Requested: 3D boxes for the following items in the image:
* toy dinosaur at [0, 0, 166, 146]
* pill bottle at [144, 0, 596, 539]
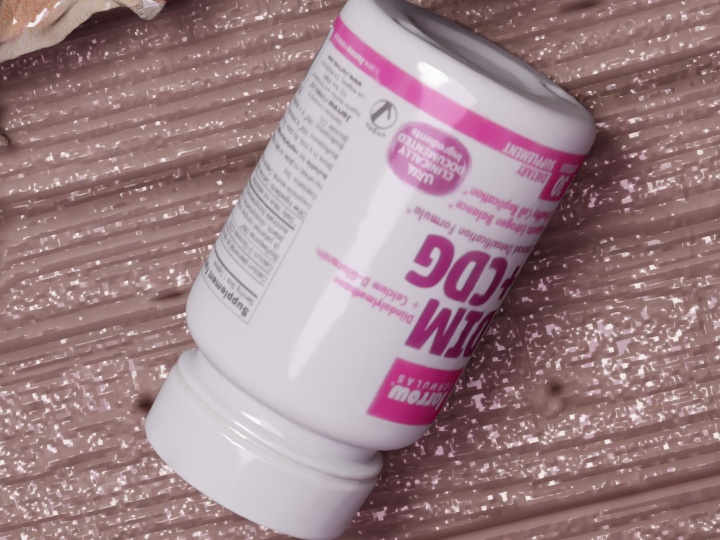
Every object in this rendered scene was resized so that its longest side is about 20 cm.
[{"bbox_3d":[-0.180,-0.129,1.086,0.200,0.086,0.136,20,100,-11],"label":"toy dinosaur"},{"bbox_3d":[0.000,0.000,1.066,0.113,0.113,0.200,31,103,7],"label":"pill bottle"}]
